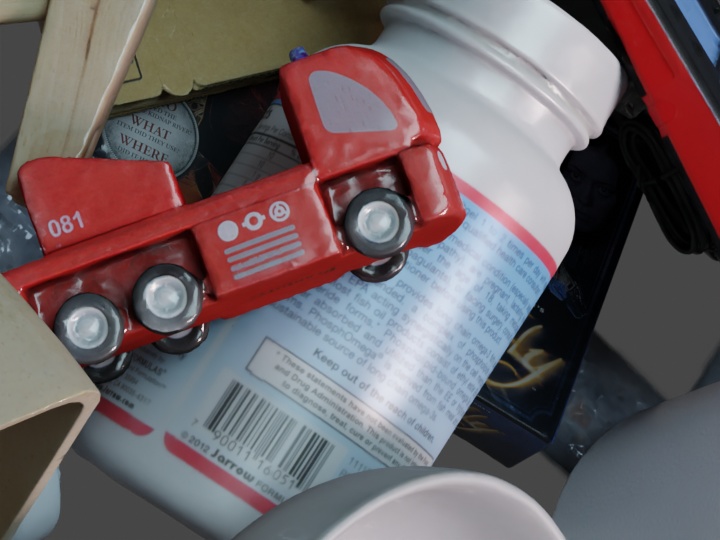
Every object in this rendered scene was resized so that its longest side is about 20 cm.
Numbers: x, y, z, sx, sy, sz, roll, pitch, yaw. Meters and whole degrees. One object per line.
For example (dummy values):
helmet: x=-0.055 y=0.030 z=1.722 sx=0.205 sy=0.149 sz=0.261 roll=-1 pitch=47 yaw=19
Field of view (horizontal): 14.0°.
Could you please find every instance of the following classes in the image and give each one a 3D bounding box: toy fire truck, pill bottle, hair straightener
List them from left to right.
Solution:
toy fire truck: x=-0.082 y=-0.042 z=0.874 sx=0.199 sy=0.049 sz=0.142 roll=-20 pitch=81 yaw=-4
pill bottle: x=0.000 y=0.000 z=0.949 sx=0.109 sy=0.109 sz=0.200 roll=35 pitch=84 yaw=-13
hair straightener: x=0.094 y=-0.053 z=1.050 sx=0.201 sy=0.041 sz=0.077 roll=63 pitch=13 yaw=-5

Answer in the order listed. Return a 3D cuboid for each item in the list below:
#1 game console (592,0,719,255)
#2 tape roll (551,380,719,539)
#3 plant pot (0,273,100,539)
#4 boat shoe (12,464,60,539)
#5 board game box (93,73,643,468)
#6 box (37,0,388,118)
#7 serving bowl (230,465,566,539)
game console: x=0.121 y=-0.068 z=1.025 sx=0.177 sy=0.031 sz=0.200 roll=63 pitch=12 yaw=-6
tape roll: x=0.178 y=0.123 z=1.004 sx=0.202 sy=0.139 sz=0.204 roll=17 pitch=63 yaw=-36
plant pot: x=-0.222 y=0.038 z=0.810 sx=0.199 sy=0.200 sz=0.177 roll=-22 pitch=72 yaw=-33
boat shoe: x=-0.165 y=0.007 z=0.922 sx=0.062 sy=0.072 sz=0.200 roll=-24 pitch=74 yaw=-35
board game box: x=0.002 y=-0.038 z=1.049 sx=0.200 sy=0.035 sz=0.136 roll=32 pitch=59 yaw=-16
box: x=-0.057 y=-0.162 z=1.017 sx=0.163 sy=0.021 sz=0.201 roll=-15 pitch=85 yaw=-32
serving bowl: x=-0.011 y=0.151 z=0.877 sx=0.200 sy=0.066 sz=0.201 roll=-17 pitch=113 yaw=-46
